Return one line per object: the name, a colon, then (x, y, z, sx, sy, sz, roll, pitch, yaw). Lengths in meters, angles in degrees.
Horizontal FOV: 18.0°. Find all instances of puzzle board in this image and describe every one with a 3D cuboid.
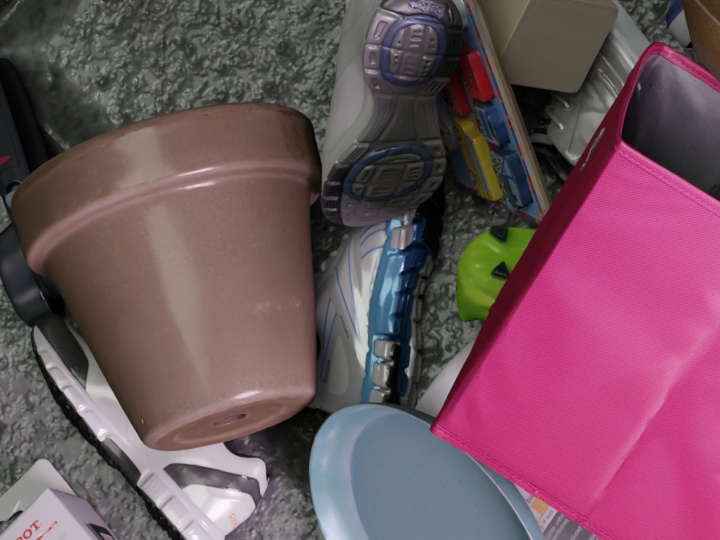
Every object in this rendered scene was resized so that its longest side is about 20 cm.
puzzle board: (0.053, -0.128, 1.398, 0.017, 0.151, 0.201, -25, 109, -14)

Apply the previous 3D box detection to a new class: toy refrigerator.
toy refrigerator: (0.071, -0.193, 1.445, 0.200, 0.076, 0.070, 51, 125, 41)

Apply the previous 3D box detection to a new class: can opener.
can opener: (-0.232, -0.065, 1.549, 0.078, 0.063, 0.201, -22, 73, 10)

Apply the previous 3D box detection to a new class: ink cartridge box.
ink cartridge box: (-0.196, 0.225, 1.473, 0.116, 0.068, 0.200, -44, 70, 2)

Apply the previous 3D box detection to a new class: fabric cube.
fabric cube: (0.183, 0.026, 1.257, 0.199, 0.196, 0.200, 32, 116, 0)

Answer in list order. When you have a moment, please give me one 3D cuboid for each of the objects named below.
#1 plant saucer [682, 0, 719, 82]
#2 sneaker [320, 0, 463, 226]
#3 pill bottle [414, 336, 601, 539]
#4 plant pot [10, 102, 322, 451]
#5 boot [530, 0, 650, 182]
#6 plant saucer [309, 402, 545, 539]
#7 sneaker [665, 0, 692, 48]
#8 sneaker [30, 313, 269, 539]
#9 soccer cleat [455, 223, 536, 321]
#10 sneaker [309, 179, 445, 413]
plant saucer: (0.263, -0.109, 1.324, 0.200, 0.200, 0.036, 39, 113, 19)
sneaker: (0.016, -0.110, 1.377, 0.074, 0.201, 0.087, 1, 44, -17)
pill bottle: (0.130, 0.132, 1.379, 0.200, 0.116, 0.117, 41, 91, 20)
plant pot: (-0.101, 0.013, 1.419, 0.199, 0.200, 0.176, -20, 76, 10)
boot: (0.141, -0.116, 1.451, 0.095, 0.074, 0.200, -37, 72, -2)
plant saucer: (0.048, 0.164, 1.377, 0.200, 0.201, 0.027, 42, 51, 20)
sneaker: (0.216, -0.257, 1.448, 0.146, 0.081, 0.200, 38, 83, 7)
sneaker: (-0.139, 0.098, 1.493, 0.080, 0.074, 0.200, -41, 75, -12)
soccer cleat: (0.157, 0.015, 1.427, 0.198, 0.081, 0.068, 8, 60, -4)
sneaker: (0.000, 0.000, 1.469, 0.086, 0.075, 0.202, 7, 80, 22)
